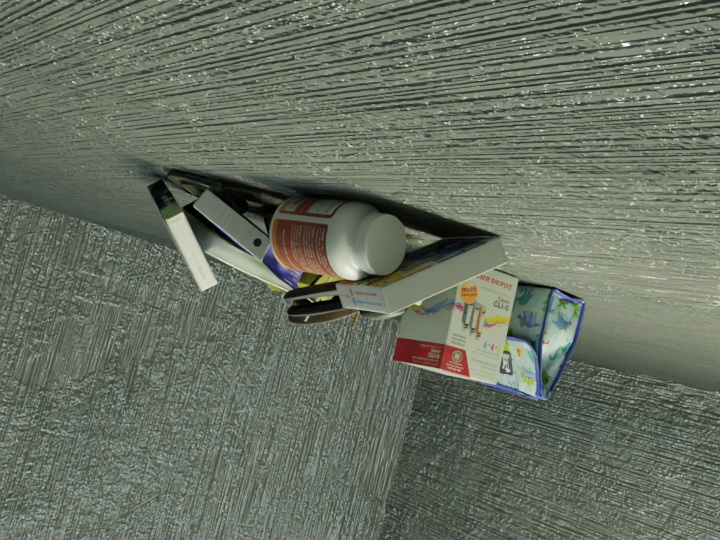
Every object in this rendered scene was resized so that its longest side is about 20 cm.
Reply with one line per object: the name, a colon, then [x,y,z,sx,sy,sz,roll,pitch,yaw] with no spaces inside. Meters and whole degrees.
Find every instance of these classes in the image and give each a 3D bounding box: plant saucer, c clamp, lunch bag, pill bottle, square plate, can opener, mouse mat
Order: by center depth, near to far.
pill bottle: [-0.032,-0.046,1.323,0.199,0.114,0.111,10,173,45]
can opener: [-0.022,0.040,1.433,0.197,0.064,0.079,-1,-170,5]
c clamp: [-0.240,-0.127,1.544,0.169,0.027,0.200,15,174,1]
mouse mat: [-0.225,-0.070,1.671,0.199,0.008,0.161,33,-169,-4]
square plate: [-0.221,-0.046,1.674,0.199,0.029,0.198,28,-166,-32]
lunch bag: [0.309,0.132,1.728,0.126,0.203,0.169,18,175,-35]
plant saucer: [-0.046,0.049,1.734,0.197,0.033,0.200,-16,-164,4]

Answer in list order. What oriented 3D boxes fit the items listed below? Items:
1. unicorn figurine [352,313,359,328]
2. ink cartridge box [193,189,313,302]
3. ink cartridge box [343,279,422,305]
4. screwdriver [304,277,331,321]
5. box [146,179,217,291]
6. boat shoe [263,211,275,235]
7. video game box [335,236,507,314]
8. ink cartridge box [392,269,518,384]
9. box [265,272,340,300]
unicorn figurine: [0.064,0.034,1.851,0.074,0.199,0.137,57,-169,14]
ink cartridge box: [-0.161,-0.038,1.504,0.200,0.044,0.198,40,179,17]
ink cartridge box: [0.000,0.000,1.541,0.198,0.048,0.160,21,180,-13]
screwdriver: [-0.050,0.011,1.616,0.029,0.201,0.028,-14,128,43]
box: [-0.311,-0.064,1.584,0.200,0.036,0.146,41,156,60]
boat shoe: [-0.144,-0.064,1.670,0.071,0.073,0.200,16,174,-15]
video game box: [0.085,0.004,1.329,0.198,0.047,0.182,-23,-173,-21]
ink cartridge box: [0.173,0.087,1.659,0.144,0.203,0.144,17,172,-33]
box: [-0.110,0.009,1.729,0.199,0.075,0.050,11,142,52]
